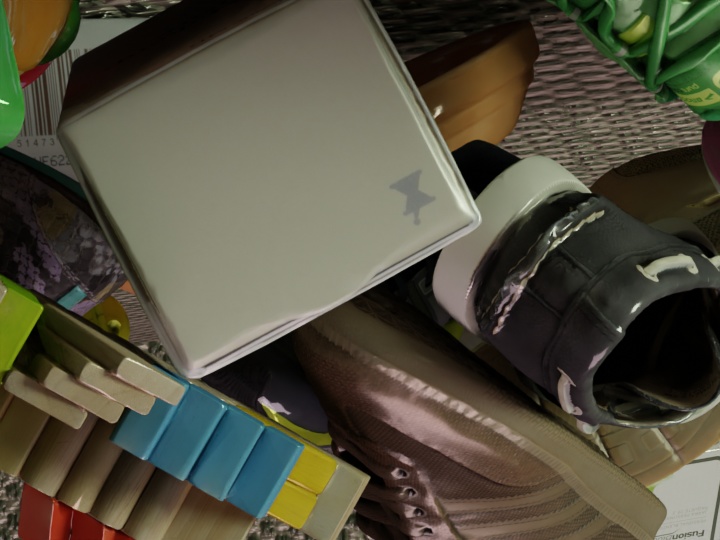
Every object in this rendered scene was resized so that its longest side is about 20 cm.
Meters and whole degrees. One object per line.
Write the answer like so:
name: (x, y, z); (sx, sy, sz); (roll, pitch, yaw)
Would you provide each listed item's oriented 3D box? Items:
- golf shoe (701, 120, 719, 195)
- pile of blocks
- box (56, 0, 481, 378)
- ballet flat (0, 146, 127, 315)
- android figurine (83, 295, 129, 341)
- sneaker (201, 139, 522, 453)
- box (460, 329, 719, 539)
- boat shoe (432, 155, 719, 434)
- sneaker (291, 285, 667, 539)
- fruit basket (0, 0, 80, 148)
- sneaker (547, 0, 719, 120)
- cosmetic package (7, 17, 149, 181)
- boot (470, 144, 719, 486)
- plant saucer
golf shoe: (0.183, -0.052, 0.888); (0.200, 0.092, 0.075); (-35, -135, -28)
pile of blocks: (-0.076, 0.048, 0.736); (0.200, 0.062, 0.082); (30, 179, -35)
box: (-0.031, -0.039, 0.809); (0.095, 0.078, 0.200); (-28, -170, -1)
ballet flat: (-0.152, -0.027, 0.873); (0.072, 0.072, 0.200); (-1, -157, -43)
android figurine: (-0.171, 0.038, 1.025); (0.182, 0.041, 0.200); (-19, -173, -39)
sneaker: (0.000, 0.000, 0.906); (0.081, 0.074, 0.200); (-53, 174, 24)
box: (0.046, 0.051, 1.075); (0.116, 0.060, 0.200); (-7, -149, -23)
boat shoe: (0.086, 0.018, 0.833); (0.060, 0.074, 0.200); (40, -178, 25)
sneaker: (0.030, 0.069, 0.848); (0.070, 0.076, 0.200); (38, -179, 39)
fruit basket: (-0.124, -0.065, 0.752); (0.185, 0.094, 0.200); (-9, 178, 31)
sneaker: (0.091, -0.085, 0.776); (0.199, 0.084, 0.074); (-2, 175, -26)
cosmetic package: (-0.158, -0.046, 1.072); (0.101, 0.074, 0.200); (-3, 174, -28)
boot: (0.096, 0.014, 1.009); (0.199, 0.073, 0.155); (-30, -166, -6)
plant saucer: (-0.018, -0.038, 1.065); (0.199, 0.038, 0.200); (-26, -173, 3)
